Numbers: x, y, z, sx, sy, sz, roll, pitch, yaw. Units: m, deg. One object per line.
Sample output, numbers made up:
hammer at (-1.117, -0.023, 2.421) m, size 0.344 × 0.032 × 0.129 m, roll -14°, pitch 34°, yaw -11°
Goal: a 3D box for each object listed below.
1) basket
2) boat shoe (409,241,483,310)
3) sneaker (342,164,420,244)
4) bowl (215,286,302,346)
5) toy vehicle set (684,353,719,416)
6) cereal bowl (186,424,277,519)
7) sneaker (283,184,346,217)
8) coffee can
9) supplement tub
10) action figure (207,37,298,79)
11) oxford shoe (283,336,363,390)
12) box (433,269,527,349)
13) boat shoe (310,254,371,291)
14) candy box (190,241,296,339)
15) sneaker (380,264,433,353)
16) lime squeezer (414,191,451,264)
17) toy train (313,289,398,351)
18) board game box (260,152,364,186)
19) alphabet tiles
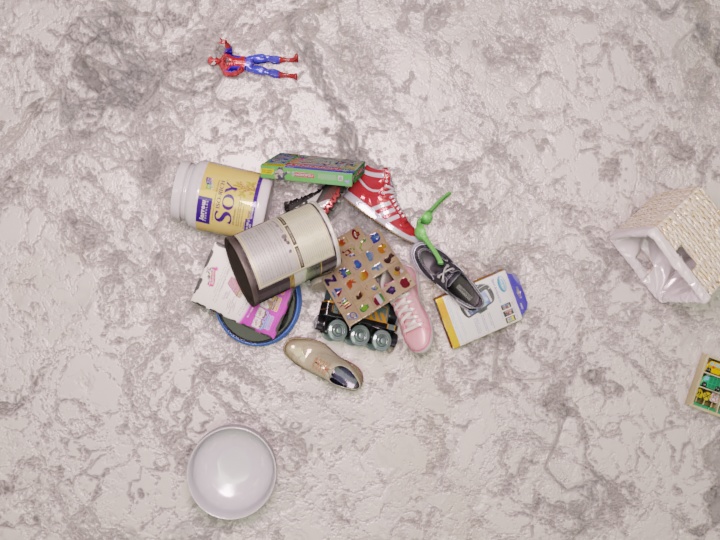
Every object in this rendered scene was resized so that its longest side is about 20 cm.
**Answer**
basket at (0.689, -0.054, 1.604) m, size 0.160 × 0.200 × 0.199 m, roll -41°, pitch 94°, yaw -7°
boat shoe at (0.189, 0.013, 1.597) m, size 0.072 × 0.068 × 0.200 m, roll -45°, pitch 96°, yaw -4°
sneaker at (0.070, -0.150, 1.622) m, size 0.198 × 0.071 × 0.114 m, roll 34°, pitch 93°, yaw -2°
bowl at (-0.228, 0.067, 1.630) m, size 0.195 × 0.039 × 0.207 m, roll 0°, pitch 92°, yaw -3°
toy vehicle set at (0.866, 0.284, 1.709) m, size 0.195 × 0.027 × 0.127 m, roll 19°, pitch 91°, yaw -4°
cereal bowl at (-0.279, 0.434, 1.620) m, size 0.194 × 0.083 × 0.206 m, roll 0°, pitch 93°, yaw -4°
sneaker at (-0.113, -0.138, 1.611) m, size 0.098 × 0.071 × 0.201 m, roll 41°, pitch 91°, yaw -6°
coffee can at (-0.157, -0.035, 1.488) m, size 0.196 × 0.146 × 0.149 m, roll -24°, pitch 94°, yaw -18°
supplement tub at (-0.291, -0.150, 1.564) m, size 0.195 × 0.145 × 0.149 m, roll 12°, pitch 92°, yaw -4°
action figure at (-0.234, -0.451, 1.582) m, size 0.194 × 0.099 × 0.067 m, roll 2°, pitch 91°, yaw -1°
oxford shoe at (-0.079, 0.204, 1.626) m, size 0.196 × 0.074 × 0.072 m, roll 24°, pitch 91°, yaw -4°
box at (0.274, 0.082, 1.661) m, size 0.196 × 0.041 × 0.122 m, roll -22°, pitch 93°, yaw -5°
boat shoe at (-0.020, -0.011, 1.625) m, size 0.195 × 0.072 × 0.061 m, roll -16°, pitch 65°, yaw -2°
candy box at (-0.246, 0.042, 1.577) m, size 0.196 × 0.061 × 0.139 m, roll 25°, pitch 90°, yaw -5°
sneaker at (0.092, 0.076, 1.580) m, size 0.074 × 0.104 × 0.205 m, roll -25°, pitch 61°, yaw 27°
lime squeezer at (0.154, -0.102, 1.602) m, size 0.069 × 0.038 × 0.204 m, roll -3°, pitch 51°, yaw 19°
toy train at (-0.004, 0.108, 1.617) m, size 0.195 × 0.085 × 0.117 m, roll 14°, pitch 83°, yaw -15°
board game box at (-0.098, -0.214, 1.556) m, size 0.194 × 0.135 × 0.030 m, roll 7°, pitch 110°, yaw 10°
alphabet tiles at (0.000, 0.000, 1.570) m, size 0.165 × 0.008 × 0.202 m, roll -31°, pitch 59°, yaw -4°
